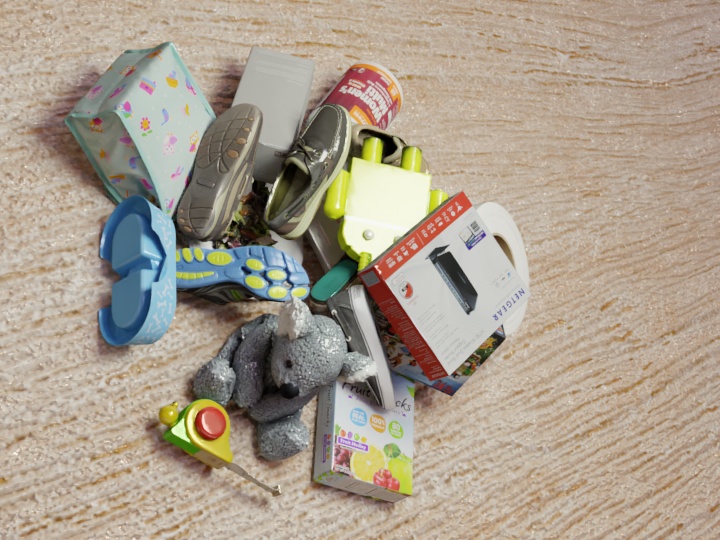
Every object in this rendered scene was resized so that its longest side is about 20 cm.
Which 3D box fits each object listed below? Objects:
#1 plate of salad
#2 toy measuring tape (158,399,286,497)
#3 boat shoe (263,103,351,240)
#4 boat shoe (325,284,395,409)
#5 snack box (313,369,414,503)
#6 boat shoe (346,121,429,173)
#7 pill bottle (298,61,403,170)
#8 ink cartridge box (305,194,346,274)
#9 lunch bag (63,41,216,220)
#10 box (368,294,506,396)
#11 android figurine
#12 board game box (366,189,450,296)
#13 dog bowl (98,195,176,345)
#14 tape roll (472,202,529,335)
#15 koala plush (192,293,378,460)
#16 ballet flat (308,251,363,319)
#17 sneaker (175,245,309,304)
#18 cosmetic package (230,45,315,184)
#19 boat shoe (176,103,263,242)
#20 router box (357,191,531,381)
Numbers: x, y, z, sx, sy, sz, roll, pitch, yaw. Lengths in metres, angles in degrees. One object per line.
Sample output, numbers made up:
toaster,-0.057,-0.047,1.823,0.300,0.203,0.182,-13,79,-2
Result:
plate of salad,-0.161,-0.057,1.607,0.198,0.048,0.203,17,60,-30
toy measuring tape,-0.173,0.221,1.449,0.199,0.073,0.074,33,52,-21
boat shoe,-0.075,-0.141,1.547,0.203,0.071,0.066,-65,153,0
boat shoe,-0.001,0.113,1.543,0.070,0.065,0.202,-95,169,-56
snack box,0.008,0.216,1.599,0.141,0.053,0.202,22,54,-29
boat shoe,0.043,-0.175,1.694,0.199,0.064,0.073,22,79,-42
pill bottle,-0.021,-0.231,1.756,0.110,0.109,0.201,44,53,-12
ink cartridge box,-0.023,-0.074,1.706,0.199,0.067,0.118,-29,91,-43
lunch bag,-0.283,-0.179,1.520,0.171,0.121,0.201,-62,139,-39
box,0.090,0.092,1.605,0.198,0.137,0.038,25,33,-23
android figurine,0.035,-0.087,1.590,0.180,0.041,0.203,13,73,-12
board game box,0.064,-0.027,1.652,0.019,0.102,0.202,21,93,-56
dog bowl,-0.285,0.004,1.444,0.049,0.111,0.203,21,56,-44
tape roll,0.156,0.005,1.717,0.202,0.138,0.206,16,70,-52
koala plush,-0.086,0.117,1.477,0.177,0.199,0.185,41,49,-13
ballet flat,0.000,0.000,1.625,0.200,0.068,0.068,-42,138,-23
sneaker,-0.166,0.007,1.508,0.197,0.083,0.072,4,76,1
cosmetic package,-0.137,-0.230,1.651,0.105,0.091,0.202,15,53,-1
boat shoe,-0.187,-0.133,1.538,0.202,0.074,0.073,-64,154,-3
router box,0.119,0.019,1.533,0.200,0.049,0.180,-40,98,-33
